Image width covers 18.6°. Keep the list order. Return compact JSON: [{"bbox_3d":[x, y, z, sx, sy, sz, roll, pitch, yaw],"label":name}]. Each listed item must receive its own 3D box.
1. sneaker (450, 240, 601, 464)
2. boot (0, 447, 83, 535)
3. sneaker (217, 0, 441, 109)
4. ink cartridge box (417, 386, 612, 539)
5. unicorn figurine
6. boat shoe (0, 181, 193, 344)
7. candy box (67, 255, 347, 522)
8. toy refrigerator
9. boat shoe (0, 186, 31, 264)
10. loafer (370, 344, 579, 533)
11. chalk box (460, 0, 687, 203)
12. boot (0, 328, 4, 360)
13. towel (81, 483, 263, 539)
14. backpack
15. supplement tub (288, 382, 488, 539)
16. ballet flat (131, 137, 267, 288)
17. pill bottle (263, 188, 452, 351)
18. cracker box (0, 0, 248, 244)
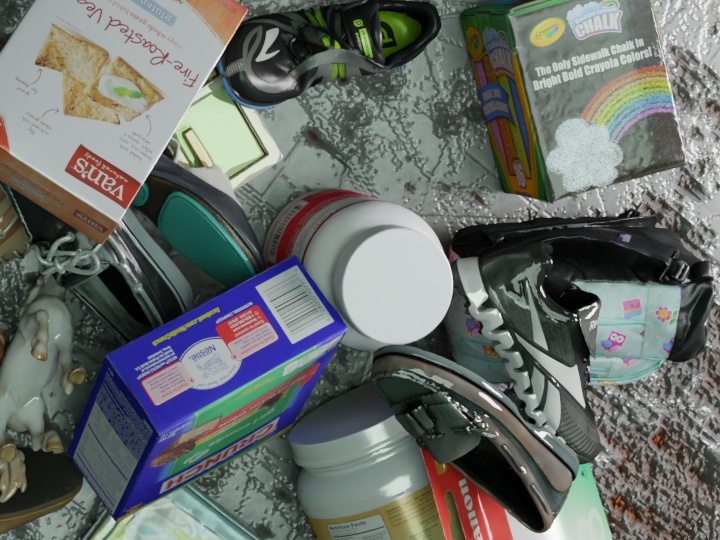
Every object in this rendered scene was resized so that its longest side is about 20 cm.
[{"bbox_3d":[0.149,0.060,1.647,0.090,0.067,0.201,-25,114,13],"label":"sneaker"},{"bbox_3d":[-0.308,0.194,1.679,0.199,0.074,0.076,-16,129,-18],"label":"boot"},{"bbox_3d":[-0.024,-0.176,1.674,0.199,0.083,0.071,-17,87,-33],"label":"sneaker"},{"bbox_3d":[0.125,0.178,1.695,0.050,0.200,0.162,-16,91,27],"label":"ink cartridge box"},{"bbox_3d":[-0.238,0.064,1.652,0.074,0.137,0.200,35,101,-26],"label":"unicorn figurine"},{"bbox_3d":[-0.204,-0.015,1.601,0.073,0.068,0.200,-19,122,32],"label":"boat shoe"},{"bbox_3d":[-0.116,0.091,1.622,0.169,0.200,0.077,-28,77,-25],"label":"candy box"},{"bbox_3d":[-0.145,-0.152,1.672,0.076,0.070,0.201,-33,104,-10],"label":"toy refrigerator"},{"bbox_3d":[-0.273,-0.036,1.648,0.072,0.076,0.201,32,89,-19],"label":"boat shoe"},{"bbox_3d":[0.084,0.125,1.605,0.200,0.072,0.063,34,58,-29],"label":"loafer"},{"bbox_3d":[0.162,-0.168,1.732,0.124,0.124,0.201,-16,99,-13],"label":"chalk box"},{"bbox_3d":[-0.325,0.140,1.610,0.200,0.155,0.074,-34,144,0],"label":"boot"},{"bbox_3d":[-0.141,0.269,1.712,0.200,0.048,0.171,38,87,-1],"label":"towel"},{"bbox_3d":[0.166,0.023,1.741,0.199,0.167,0.127,0,101,-10],"label":"backpack"},{"bbox_3d":[0.035,0.197,1.725,0.144,0.144,0.201,-25,102,-12],"label":"supplement tub"},{"bbox_3d":[-0.140,-0.064,1.623,0.200,0.073,0.073,34,86,-1],"label":"ballet flat"},{"bbox_3d":[0.000,0.000,1.663,0.112,0.200,0.113,-2,97,-16],"label":"pill bottle"},{"bbox_3d":[-0.187,-0.139,1.563,0.134,0.058,0.201,32,66,-9],"label":"cracker box"}]
